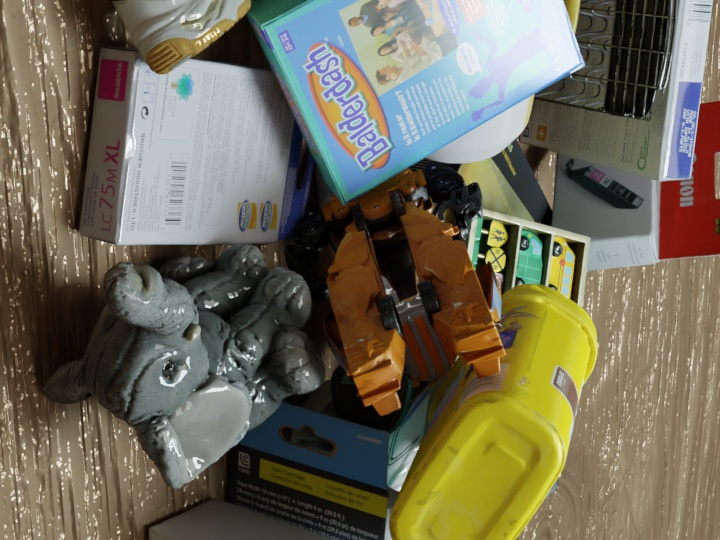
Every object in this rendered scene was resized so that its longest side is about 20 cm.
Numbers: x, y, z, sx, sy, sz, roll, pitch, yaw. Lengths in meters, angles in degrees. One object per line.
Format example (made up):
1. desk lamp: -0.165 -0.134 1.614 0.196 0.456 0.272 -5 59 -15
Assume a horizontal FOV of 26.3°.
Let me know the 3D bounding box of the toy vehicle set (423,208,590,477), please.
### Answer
1. toy vehicle set: 0.120 0.059 1.249 0.124 0.026 0.202 12 83 -31

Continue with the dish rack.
1. dish rack: 0.186 -0.205 1.276 0.054 0.199 0.155 -8 108 -40

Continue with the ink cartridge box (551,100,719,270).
1. ink cartridge box: 0.265 -0.092 1.397 0.044 0.172 0.201 64 27 -44

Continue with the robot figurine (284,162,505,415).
1. robot figurine: 0.026 0.003 1.036 0.201 0.144 0.058 -105 174 -54

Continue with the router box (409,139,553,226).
1. router box: 0.095 -0.031 1.323 0.158 0.052 0.200 -63 145 -21

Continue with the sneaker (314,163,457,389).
1. sneaker: 0.000 0.000 1.177 0.077 0.112 0.201 -16 83 -24

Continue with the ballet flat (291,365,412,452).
1. ballet flat: -0.015 0.116 1.177 0.200 0.068 0.068 114 -11 -58

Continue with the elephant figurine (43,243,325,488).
1. elephant figurine: -0.125 0.059 0.953 0.200 0.141 0.156 -23 105 -59

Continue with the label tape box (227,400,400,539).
1. label tape box: -0.027 0.191 1.128 0.063 0.143 0.202 -13 111 -54

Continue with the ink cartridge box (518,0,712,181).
1. ink cartridge box: 0.217 -0.191 1.322 0.043 0.200 0.198 -3 105 -29

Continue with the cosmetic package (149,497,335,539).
1. cosmetic package: -0.051 0.243 1.060 0.081 0.199 0.114 -17 117 -52

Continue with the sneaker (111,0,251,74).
1. sneaker: -0.092 -0.204 0.961 0.088 0.075 0.200 53 34 -14

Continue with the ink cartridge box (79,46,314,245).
1. ink cartridge box: -0.100 -0.079 1.022 0.199 0.042 0.120 -1 102 -54

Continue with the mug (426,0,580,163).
1. mug: 0.093 -0.170 1.178 0.150 0.185 0.154 -106 -168 -55

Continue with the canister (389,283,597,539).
1. canister: 0.094 0.109 1.062 0.149 0.086 0.200 -58 179 23

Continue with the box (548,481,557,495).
1. box: 0.114 0.170 1.421 0.200 0.051 0.159 -31 123 -48

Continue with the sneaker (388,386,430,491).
1. sneaker: 0.059 0.122 1.280 0.200 0.072 0.072 -54 133 -18

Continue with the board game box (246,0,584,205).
1. board game box: 0.040 -0.158 1.040 0.199 0.045 0.153 -30 126 -7
